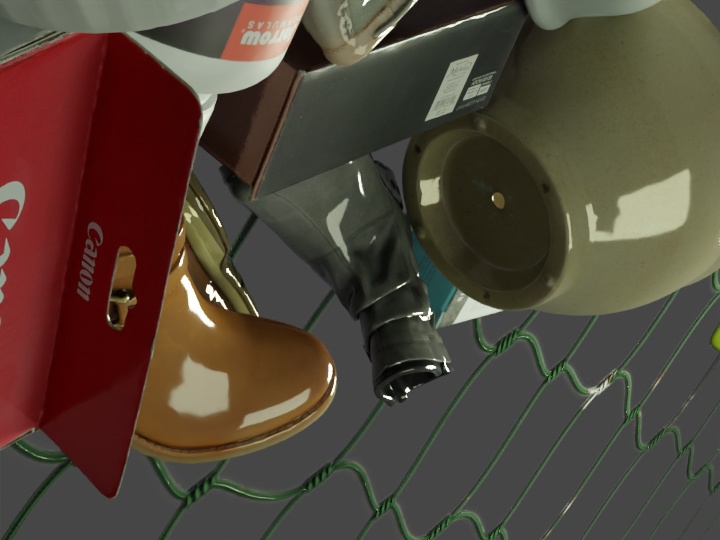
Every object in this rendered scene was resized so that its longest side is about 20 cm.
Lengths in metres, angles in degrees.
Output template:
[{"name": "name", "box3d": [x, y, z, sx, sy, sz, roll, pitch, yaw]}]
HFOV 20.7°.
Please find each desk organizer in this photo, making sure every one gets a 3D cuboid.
[{"name": "desk organizer", "box3d": [-0.006, -0.108, 0.958, 0.199, 0.077, 0.072, -25, 147, -50]}]

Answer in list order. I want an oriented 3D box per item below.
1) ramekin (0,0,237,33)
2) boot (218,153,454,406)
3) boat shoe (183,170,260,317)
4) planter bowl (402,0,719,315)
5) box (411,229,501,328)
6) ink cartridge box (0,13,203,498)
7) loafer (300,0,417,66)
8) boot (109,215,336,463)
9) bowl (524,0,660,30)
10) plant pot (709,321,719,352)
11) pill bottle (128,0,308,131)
[{"name": "ramekin", "box3d": [-0.077, -0.168, 0.569, 0.201, 0.200, 0.098, -47, 166, -13]}, {"name": "boot", "box3d": [0.000, 0.000, 1.047, 0.069, 0.133, 0.200, -24, 164, 18]}, {"name": "boat shoe", "box3d": [-0.096, 0.004, 0.974, 0.067, 0.072, 0.201, -28, 151, -6]}, {"name": "planter bowl", "box3d": [0.108, -0.057, 1.109, 0.134, 0.200, 0.201, -31, 150, -39]}, {"name": "box", "box3d": [0.097, -0.018, 1.348, 0.199, 0.049, 0.083, -10, 134, -60]}, {"name": "ink cartridge box", "box3d": [-0.153, -0.019, 0.662, 0.084, 0.175, 0.201, -32, 151, -39]}, {"name": "loafer", "box3d": [0.025, -0.159, 0.915, 0.200, 0.071, 0.063, -42, 119, -45]}, {"name": "boot", "box3d": [-0.092, 0.006, 0.863, 0.156, 0.198, 0.077, 112, -17, -46]}, {"name": "bowl", "box3d": [0.149, -0.216, 0.991, 0.201, 0.089, 0.203, 11, 90, -73]}, {"name": "plant pot", "box3d": [0.527, 0.050, 2.157, 0.201, 0.181, 0.199, -57, 159, 16]}, {"name": "pill bottle", "box3d": [-0.059, -0.148, 0.741, 0.112, 0.112, 0.201, -19, 140, -55]}]
